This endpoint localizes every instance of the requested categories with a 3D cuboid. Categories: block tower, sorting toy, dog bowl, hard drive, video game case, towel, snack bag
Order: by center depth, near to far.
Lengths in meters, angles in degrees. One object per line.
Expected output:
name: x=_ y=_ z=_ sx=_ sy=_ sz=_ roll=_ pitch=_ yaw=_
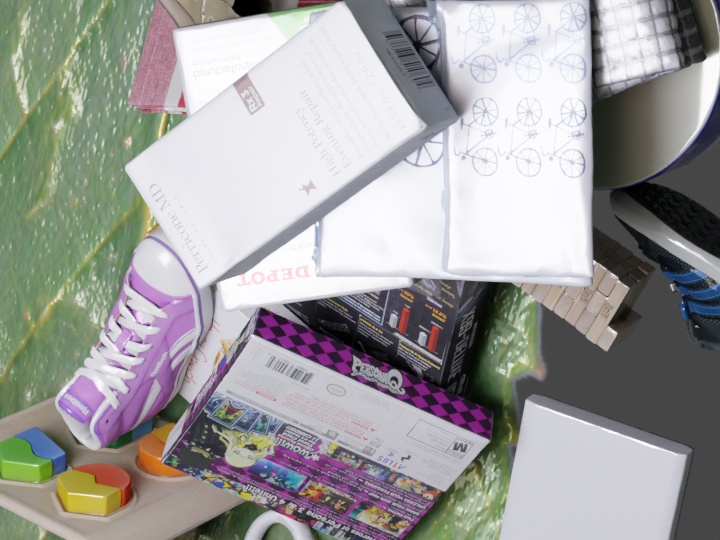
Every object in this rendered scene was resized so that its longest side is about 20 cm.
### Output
snack bag: x=0.057 y=-0.085 z=1.425 sx=0.198 sy=0.021 sz=0.190 roll=2 pitch=100 yaw=18
towel: x=0.115 y=-0.187 z=1.451 sx=0.199 sy=0.085 sz=0.167 roll=-14 pitch=96 yaw=30
dog bowl: x=0.173 y=-0.159 z=1.517 sx=0.199 sy=0.079 sz=0.202 roll=7 pitch=105 yaw=28
block tower: x=0.123 y=-0.025 z=1.593 sx=0.200 sy=0.054 sz=0.058 roll=38 pitch=118 yaw=16
hard drive: x=0.169 y=0.207 z=1.640 sx=0.131 sy=0.025 sz=0.202 roll=18 pitch=111 yaw=25
video game case: x=-0.027 y=0.127 z=1.644 sx=0.199 sy=0.036 sz=0.182 roll=24 pitch=135 yaw=-12
towel: x=-0.073 y=-0.181 z=1.649 sx=0.199 sy=0.023 sz=0.145 roll=6 pitch=72 yaw=28
sorting toy: x=-0.206 y=0.152 z=1.729 sx=0.199 sy=0.185 sz=0.037 roll=25 pitch=121 yaw=33

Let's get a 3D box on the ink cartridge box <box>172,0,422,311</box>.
ink cartridge box: x=-0.036 y=-0.081 z=1.510 sx=0.144 sy=0.084 sz=0.202 roll=-8 pitch=97 yaw=14

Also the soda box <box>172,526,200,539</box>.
soda box: x=-0.173 y=0.221 z=1.732 sx=0.067 sy=0.200 sz=0.065 roll=10 pitch=110 yaw=4

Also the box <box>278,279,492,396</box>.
box: x=0.000 y=0.000 z=1.637 sx=0.199 sy=0.050 sz=0.158 roll=32 pitch=137 yaw=21

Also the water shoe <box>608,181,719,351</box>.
water shoe: x=0.245 y=0.017 z=1.524 sx=0.200 sy=0.071 sz=0.079 roll=38 pitch=119 yaw=17

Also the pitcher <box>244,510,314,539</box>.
pitcher: x=-0.067 y=0.311 z=1.759 sx=0.172 sy=0.121 sz=0.201 roll=45 pitch=110 yaw=35

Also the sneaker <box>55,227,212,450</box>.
sneaker: x=-0.178 y=0.064 z=1.668 sx=0.072 sy=0.114 sz=0.201 roll=35 pitch=137 yaw=20

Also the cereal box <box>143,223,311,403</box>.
cereal box: x=-0.101 y=0.065 z=1.717 sx=0.200 sy=0.039 sz=0.144 roll=40 pitch=141 yaw=12

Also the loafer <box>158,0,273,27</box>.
loafer: x=-0.104 y=-0.197 z=1.614 sx=0.067 sy=0.076 sz=0.201 roll=-35 pitch=70 yaw=12

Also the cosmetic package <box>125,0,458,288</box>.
cosmetic package: x=-0.046 y=-0.083 z=1.418 sx=0.200 sy=0.074 sz=0.102 roll=-36 pitch=84 yaw=24
